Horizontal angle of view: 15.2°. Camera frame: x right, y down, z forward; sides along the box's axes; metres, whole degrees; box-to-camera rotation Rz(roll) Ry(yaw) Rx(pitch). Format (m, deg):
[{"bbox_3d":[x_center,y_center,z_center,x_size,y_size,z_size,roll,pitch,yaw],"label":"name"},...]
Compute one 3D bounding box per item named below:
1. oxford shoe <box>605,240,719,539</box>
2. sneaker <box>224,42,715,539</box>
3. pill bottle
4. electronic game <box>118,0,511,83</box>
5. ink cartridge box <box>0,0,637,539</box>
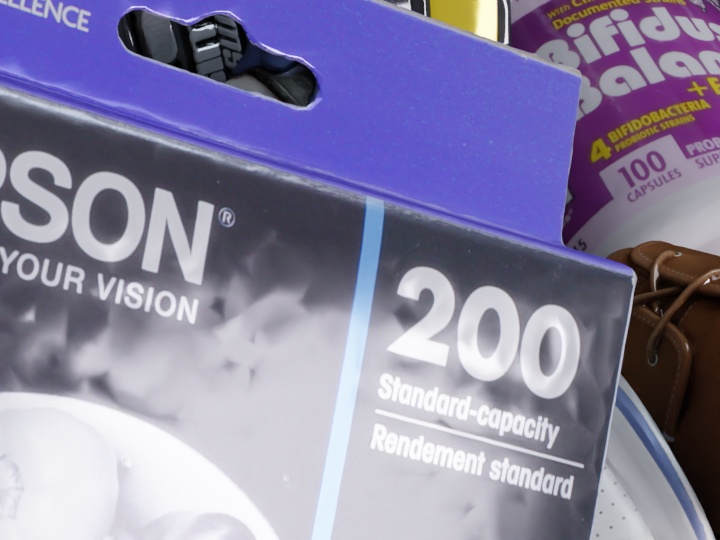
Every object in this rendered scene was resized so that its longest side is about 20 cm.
[{"bbox_3d":[0.090,0.026,0.685,0.071,0.071,0.200,47,-10,-9],"label":"oxford shoe"},{"bbox_3d":[-0.002,0.037,0.670,0.200,0.115,0.081,56,-5,7],"label":"sneaker"},{"bbox_3d":[0.079,-0.044,0.877,0.112,0.112,0.200,14,33,-36],"label":"pill bottle"},{"bbox_3d":[-0.045,-0.066,0.711,0.199,0.201,0.042,19,-8,-30],"label":"electronic game"},{"bbox_3d":[-0.036,0.022,0.566,0.198,0.043,0.201,16,77,-29],"label":"ink cartridge box"}]
